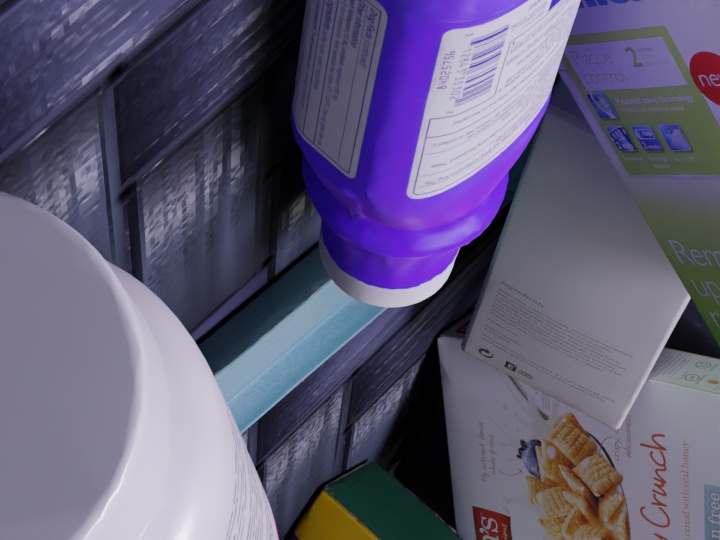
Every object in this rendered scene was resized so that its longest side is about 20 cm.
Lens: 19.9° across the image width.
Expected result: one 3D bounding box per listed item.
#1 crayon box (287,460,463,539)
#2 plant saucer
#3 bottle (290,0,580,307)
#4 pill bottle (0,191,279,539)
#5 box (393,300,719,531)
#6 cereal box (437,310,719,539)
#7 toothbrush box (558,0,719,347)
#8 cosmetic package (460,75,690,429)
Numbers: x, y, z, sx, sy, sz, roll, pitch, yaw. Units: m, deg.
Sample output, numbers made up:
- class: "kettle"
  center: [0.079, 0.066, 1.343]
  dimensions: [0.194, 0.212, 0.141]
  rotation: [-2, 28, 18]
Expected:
- class: "crayon box"
  center: [0.009, 0.228, 1.031]
  dimensions: [0.200, 0.173, 0.058]
  rotation: [-57, 163, 25]
- class: "plant saucer"
  center: [0.000, 0.000, 0.775]
  dimensions: [0.200, 0.019, 0.070]
  rotation: [-39, 161, -32]
- class: "bottle"
  center: [0.020, -0.058, 0.608]
  dimensions: [0.084, 0.065, 0.200]
  rotation: [-42, 162, -26]
- class: "pill bottle"
  center: [-0.083, 0.059, 0.505]
  dimensions: [0.113, 0.113, 0.200]
  rotation: [-47, 164, -13]
- class: "box"
  center: [0.154, 0.081, 1.045]
  dimensions: [0.117, 0.200, 0.197]
  rotation: [-30, 154, -50]
- class: "cereal box"
  center: [0.132, 0.104, 0.963]
  dimensions: [0.040, 0.200, 0.144]
  rotation: [-34, 125, -46]
- class: "toothbrush box"
  center: [0.152, -0.055, 0.652]
  dimensions: [0.086, 0.200, 0.146]
  rotation: [-42, -157, -25]
- class: "cosmetic package"
  center: [0.111, -0.033, 0.842]
  dimensions: [0.108, 0.085, 0.200]
  rotation: [-59, 172, -27]
